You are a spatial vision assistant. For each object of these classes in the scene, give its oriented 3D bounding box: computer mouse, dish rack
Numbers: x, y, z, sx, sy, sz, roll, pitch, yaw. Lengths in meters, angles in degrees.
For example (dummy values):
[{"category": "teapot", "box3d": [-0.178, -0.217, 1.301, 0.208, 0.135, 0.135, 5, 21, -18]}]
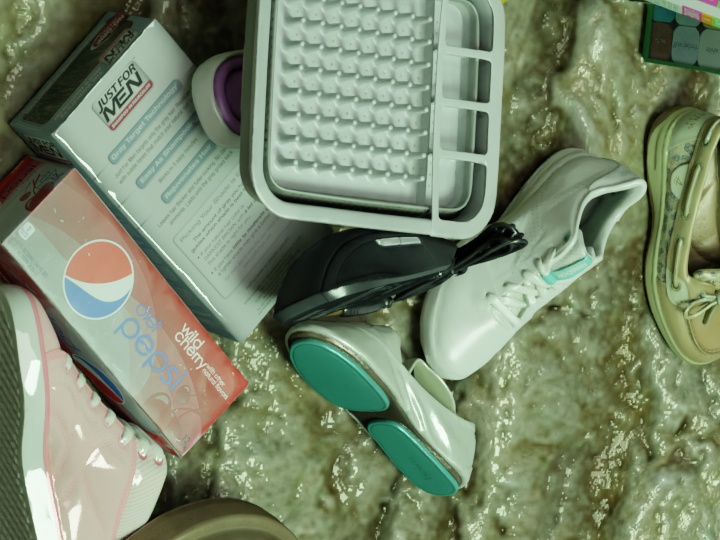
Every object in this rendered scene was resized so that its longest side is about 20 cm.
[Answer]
[{"category": "computer mouse", "box3d": [0.000, 0.000, 1.573, 0.200, 0.140, 0.046, -15, 83, -42]}, {"category": "dish rack", "box3d": [0.002, -0.111, 1.501, 0.199, 0.043, 0.172, 5, 87, -40]}]

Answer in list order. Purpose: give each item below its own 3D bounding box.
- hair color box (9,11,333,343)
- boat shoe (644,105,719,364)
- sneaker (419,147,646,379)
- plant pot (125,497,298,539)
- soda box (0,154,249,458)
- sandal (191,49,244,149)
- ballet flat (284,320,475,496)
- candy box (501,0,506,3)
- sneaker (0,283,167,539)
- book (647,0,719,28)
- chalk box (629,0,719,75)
[{"category": "hair color box", "box3d": [-0.116, -0.058, 1.520, 0.099, 0.061, 0.200, -51, 124, -16]}, {"category": "boat shoe", "box3d": [0.255, -0.021, 1.787, 0.073, 0.063, 0.201, -22, 113, -30]}, {"category": "sneaker", "box3d": [0.122, -0.004, 1.682, 0.200, 0.088, 0.075, -52, 125, -14]}, {"category": "plant pot", "box3d": [-0.094, 0.255, 1.555, 0.200, 0.093, 0.201, -25, 129, -34]}, {"category": "soda box", "box3d": [-0.158, 0.023, 1.506, 0.070, 0.063, 0.200, -48, 123, -18]}, {"category": "sandal", "box3d": [-0.029, -0.120, 1.531, 0.202, 0.050, 0.083, -31, 104, -51]}, {"category": "ballet flat", "box3d": [0.017, 0.078, 1.650, 0.070, 0.069, 0.200, -53, 128, -13]}, {"category": "candy box", "box3d": [0.004, -0.204, 1.540, 0.199, 0.102, 0.027, 18, 56, -32]}, {"category": "sneaker", "box3d": [-0.180, 0.093, 1.502, 0.104, 0.075, 0.201, -19, 114, -32]}, {"category": "book", "box3d": [0.199, -0.253, 1.631, 0.048, 0.199, 0.134, 41, 73, -80]}, {"category": "chalk box", "box3d": [0.287, -0.202, 1.731, 0.199, 0.125, 0.124, -1, 101, -36]}]
